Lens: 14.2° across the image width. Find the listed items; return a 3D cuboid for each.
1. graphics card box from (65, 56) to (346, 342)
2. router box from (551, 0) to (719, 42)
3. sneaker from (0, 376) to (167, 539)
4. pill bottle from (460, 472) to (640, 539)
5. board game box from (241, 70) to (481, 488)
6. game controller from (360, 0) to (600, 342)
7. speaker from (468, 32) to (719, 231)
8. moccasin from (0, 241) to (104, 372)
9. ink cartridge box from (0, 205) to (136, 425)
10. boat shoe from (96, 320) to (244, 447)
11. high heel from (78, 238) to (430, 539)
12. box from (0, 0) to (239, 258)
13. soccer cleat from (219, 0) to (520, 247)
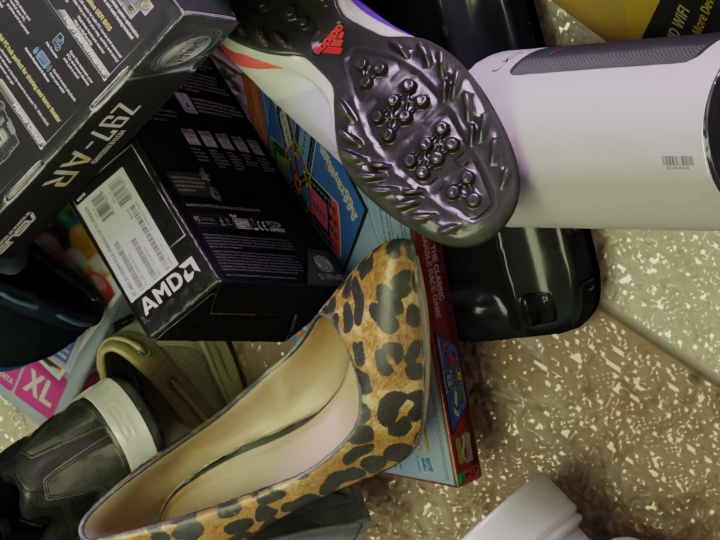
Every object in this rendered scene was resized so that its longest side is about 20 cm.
[{"bbox_3d":[-0.096,-0.060,1.331,0.051,0.125,0.200,-39,72,21],"label":"graphics card box"},{"bbox_3d":[0.113,-0.181,1.186,0.157,0.052,0.200,38,150,14],"label":"router box"},{"bbox_3d":[-0.155,0.116,1.431,0.067,0.090,0.200,56,157,12],"label":"sneaker"},{"bbox_3d":[0.120,0.194,1.325,0.200,0.112,0.112,47,123,9],"label":"pill bottle"},{"bbox_3d":[0.000,0.000,1.364,0.103,0.019,0.201,6,112,46],"label":"board game box"},{"bbox_3d":[0.047,-0.063,1.332,0.104,0.042,0.201,-4,104,46],"label":"game controller"},{"bbox_3d":[0.116,-0.056,1.199,0.200,0.081,0.081,3,110,61],"label":"speaker"},{"bbox_3d":[-0.184,-0.022,1.365,0.068,0.200,0.081,-19,62,13],"label":"moccasin"},{"bbox_3d":[-0.154,-0.028,1.454,0.119,0.042,0.200,35,119,15],"label":"ink cartridge box"},{"bbox_3d":[-0.072,0.117,1.439,0.073,0.063,0.201,-17,97,33],"label":"boat shoe"},{"bbox_3d":[-0.048,0.066,1.317,0.072,0.142,0.200,-117,32,-41],"label":"high heel"},{"bbox_3d":[-0.167,-0.131,1.274,0.160,0.043,0.200,-45,69,23],"label":"box"},{"bbox_3d":[0.004,-0.074,1.261,0.068,0.073,0.200,-46,60,-3],"label":"soccer cleat"}]
